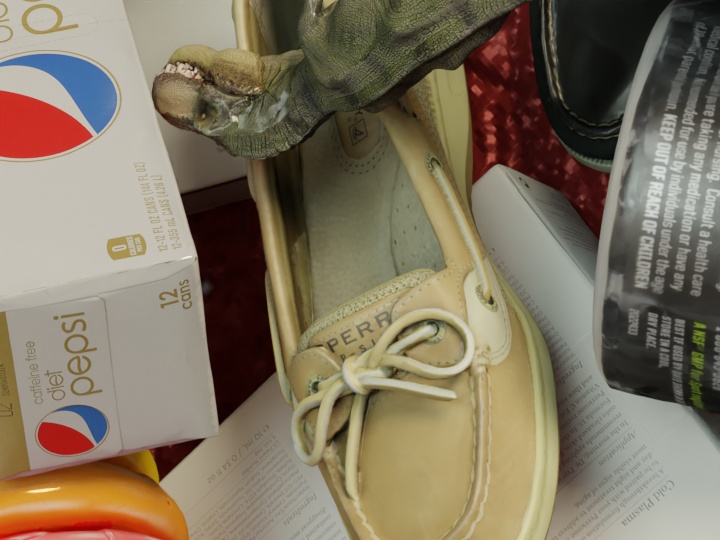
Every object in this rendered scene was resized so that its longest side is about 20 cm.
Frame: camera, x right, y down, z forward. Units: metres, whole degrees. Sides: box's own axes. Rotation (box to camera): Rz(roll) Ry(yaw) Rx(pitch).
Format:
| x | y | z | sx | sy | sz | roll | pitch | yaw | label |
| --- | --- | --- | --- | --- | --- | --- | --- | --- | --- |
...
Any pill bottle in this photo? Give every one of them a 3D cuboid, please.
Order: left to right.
| x | y | z | sx | sy | sz | roll | pitch | yaw | label |
| --- | --- | --- | --- | --- | --- | --- | --- | --- | --- |
| 0.165 | -0.002 | 0.756 | 0.199 | 0.106 | 0.107 | 12 | 88 | 13 | pill bottle |

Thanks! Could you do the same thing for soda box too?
| x | y | z | sx | sy | sz | roll | pitch | yaw | label |
| --- | --- | --- | --- | --- | --- | --- | --- | --- | --- |
| -0.090 | -0.038 | 0.831 | 0.063 | 0.068 | 0.200 | -12 | 44 | -8 | soda box |

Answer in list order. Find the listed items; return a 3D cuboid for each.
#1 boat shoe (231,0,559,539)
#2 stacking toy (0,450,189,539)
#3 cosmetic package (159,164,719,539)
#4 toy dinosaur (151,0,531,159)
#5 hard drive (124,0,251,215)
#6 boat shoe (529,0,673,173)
| x | y | z | sx | sy | sz | roll | pitch | yaw | label |
| --- | --- | --- | --- | --- | --- | --- | --- | --- | --- |
| 0.002 | -0.002 | 0.809 | 0.073 | 0.063 | 0.201 | -25 | 54 | 28 | boat shoe |
| -0.101 | 0.049 | 0.852 | 0.110 | 0.116 | 0.201 | -31 | 54 | 25 | stacking toy |
| 0.020 | 0.094 | 0.852 | 0.200 | 0.052 | 0.151 | -43 | 63 | 15 | cosmetic package |
| 0.027 | -0.087 | 0.761 | 0.200 | 0.047 | 0.088 | -24 | 44 | 46 | toy dinosaur |
| -0.057 | -0.120 | 0.935 | 0.131 | 0.026 | 0.201 | -14 | 76 | 24 | hard drive |
| 0.083 | -0.129 | 0.845 | 0.074 | 0.066 | 0.200 | 20 | 92 | 27 | boat shoe |
